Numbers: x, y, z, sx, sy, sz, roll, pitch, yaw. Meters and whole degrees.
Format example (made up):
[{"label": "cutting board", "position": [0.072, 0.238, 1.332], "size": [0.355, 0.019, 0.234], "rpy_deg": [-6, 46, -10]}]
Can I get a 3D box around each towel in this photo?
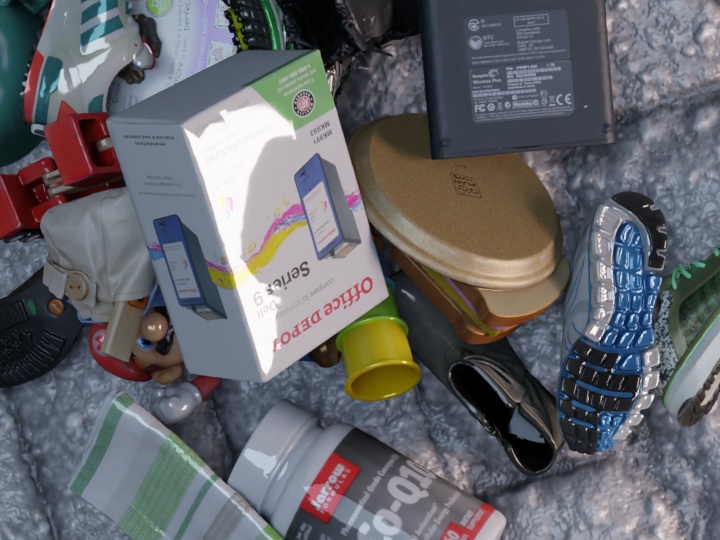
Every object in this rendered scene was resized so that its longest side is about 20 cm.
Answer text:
[{"label": "towel", "position": [-0.142, 0.197, 1.509], "size": [0.200, 0.149, 0.031], "rpy_deg": [42, 53, 10]}]

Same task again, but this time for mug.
[{"label": "mug", "position": [-0.330, -0.177, 1.561], "size": [0.152, 0.114, 0.185], "rpy_deg": [4, 89, 11]}]

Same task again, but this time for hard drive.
[{"label": "hard drive", "position": [0.114, -0.189, 1.438], "size": [0.139, 0.033, 0.200], "rpy_deg": [-5, 94, -5]}]

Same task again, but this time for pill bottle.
[{"label": "pill bottle", "position": [0.001, 0.189, 1.485], "size": [0.200, 0.114, 0.114], "rpy_deg": [30, 94, 10]}]

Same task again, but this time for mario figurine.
[{"label": "mario figurine", "position": [-0.118, 0.046, 1.513], "size": [0.200, 0.123, 0.106], "rpy_deg": [-8, 130, 4]}]

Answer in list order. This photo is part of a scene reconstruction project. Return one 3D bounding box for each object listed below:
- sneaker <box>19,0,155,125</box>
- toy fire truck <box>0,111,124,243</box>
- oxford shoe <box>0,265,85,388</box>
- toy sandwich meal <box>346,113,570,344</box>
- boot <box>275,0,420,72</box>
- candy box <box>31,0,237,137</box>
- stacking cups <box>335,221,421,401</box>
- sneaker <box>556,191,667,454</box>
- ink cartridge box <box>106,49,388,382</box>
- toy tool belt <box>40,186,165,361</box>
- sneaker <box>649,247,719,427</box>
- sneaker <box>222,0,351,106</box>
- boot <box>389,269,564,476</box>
[{"label": "sneaker", "position": [-0.198, -0.198, 1.496], "size": [0.093, 0.070, 0.200], "rpy_deg": [18, 89, -6]}, {"label": "toy fire truck", "position": [-0.218, -0.070, 1.484], "size": [0.141, 0.200, 0.049], "rpy_deg": [-24, 84, 20]}, {"label": "oxford shoe", "position": [-0.247, 0.028, 1.565], "size": [0.200, 0.084, 0.073], "rpy_deg": [-37, 97, 26]}, {"label": "toy sandwich meal", "position": [0.070, -0.037, 1.467], "size": [0.205, 0.205, 0.070], "rpy_deg": [38, 128, 10]}, {"label": "boot", "position": [-0.015, -0.247, 1.433], "size": [0.073, 0.162, 0.198], "rpy_deg": [-18, 96, 34]}, {"label": "candy box", "position": [-0.149, -0.172, 1.548], "size": [0.200, 0.072, 0.168], "rpy_deg": [11, 91, 11]}, {"label": "stacking cups", "position": [0.000, 0.000, 1.484], "size": [0.060, 0.061, 0.200], "rpy_deg": [-17, 60, 10]}, {"label": "sneaker", "position": [0.186, 0.043, 1.467], "size": [0.075, 0.087, 0.200], "rpy_deg": [15, 80, -12]}, {"label": "ink cartridge box", "position": [-0.076, -0.041, 1.363], "size": [0.087, 0.145, 0.200], "rpy_deg": [6, 119, 43]}, {"label": "toy tool belt", "position": [-0.152, -0.004, 1.442], "size": [0.125, 0.200, 0.123], "rpy_deg": [-13, 92, 26]}, {"label": "sneaker", "position": [0.261, 0.015, 1.467], "size": [0.089, 0.077, 0.200], "rpy_deg": [27, 90, 22]}, {"label": "sneaker", "position": [-0.038, -0.136, 1.463], "size": [0.085, 0.078, 0.200], "rpy_deg": [-17, 96, -14]}, {"label": "boot", "position": [0.085, 0.071, 1.464], "size": [0.200, 0.131, 0.068], "rpy_deg": [45, 97, 9]}]
